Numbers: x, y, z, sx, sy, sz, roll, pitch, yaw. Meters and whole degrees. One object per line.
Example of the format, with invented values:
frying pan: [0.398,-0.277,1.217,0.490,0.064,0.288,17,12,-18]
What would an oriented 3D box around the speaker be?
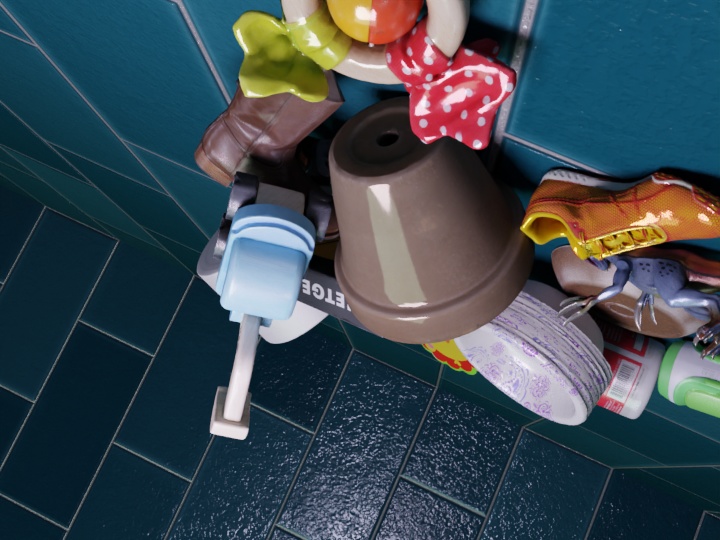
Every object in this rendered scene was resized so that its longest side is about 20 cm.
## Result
speaker: [0.473,0.149,1.034,0.199,0.089,0.088,18,167,36]

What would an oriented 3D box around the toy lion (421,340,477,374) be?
toy lion: [0.145,0.078,1.266,0.199,0.069,0.193,2,129,52]

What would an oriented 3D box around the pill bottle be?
pill bottle: [0.309,0.116,1.178,0.198,0.113,0.112,23,169,15]

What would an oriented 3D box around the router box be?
router box: [0.000,0.000,0.970,0.199,0.052,0.148,20,-150,37]

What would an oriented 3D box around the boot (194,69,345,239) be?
boot: [-0.053,-0.124,0.823,0.185,0.065,0.200,27,142,-18]

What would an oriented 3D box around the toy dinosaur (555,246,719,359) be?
toy dinosaur: [0.294,0.002,0.833,0.105,0.200,0.182,20,-148,-48]

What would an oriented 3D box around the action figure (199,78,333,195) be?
action figure: [-0.053,-0.139,0.940,0.192,0.106,0.199,24,144,-31]

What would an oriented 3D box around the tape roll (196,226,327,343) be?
tape roll: [-0.104,-0.022,1.152,0.139,0.203,0.202,46,162,-22]

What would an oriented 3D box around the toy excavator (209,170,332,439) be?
toy excavator: [-0.105,0.036,0.823,0.099,0.202,0.195,14,140,-11]

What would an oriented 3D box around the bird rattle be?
bird rattle: [0.012,-0.163,0.578,0.198,0.113,0.164,21,153,9]

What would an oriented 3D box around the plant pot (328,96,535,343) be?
plant pot: [0.052,-0.060,0.795,0.199,0.201,0.175,18,149,35]

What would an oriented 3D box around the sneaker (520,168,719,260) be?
sneaker: [0.225,-0.039,0.724,0.073,0.078,0.199,34,165,-32]

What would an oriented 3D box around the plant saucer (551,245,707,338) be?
plant saucer: [0.310,0.032,0.984,0.199,0.037,0.201,25,169,5]

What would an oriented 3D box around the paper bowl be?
paper bowl: [0.220,0.091,1.057,0.200,0.105,0.201,37,165,12]
